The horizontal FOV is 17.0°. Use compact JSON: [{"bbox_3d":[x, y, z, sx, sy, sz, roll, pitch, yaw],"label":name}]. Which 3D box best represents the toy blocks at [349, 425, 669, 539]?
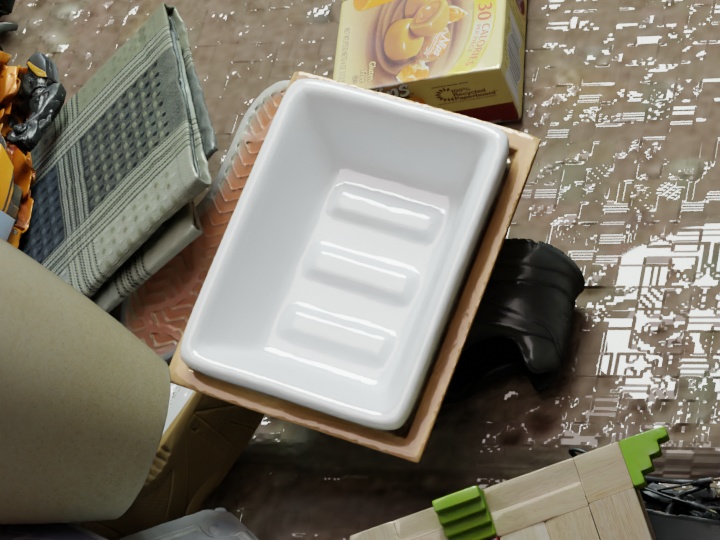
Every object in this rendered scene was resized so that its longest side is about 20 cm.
[{"bbox_3d":[0.088,0.181,1.251,0.199,0.100,0.138,-20,77,6],"label":"toy blocks"}]

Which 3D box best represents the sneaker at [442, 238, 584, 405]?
[{"bbox_3d":[0.031,0.034,1.413,0.198,0.076,0.091,-5,57,20],"label":"sneaker"}]

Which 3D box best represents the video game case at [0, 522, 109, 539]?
[{"bbox_3d":[-0.210,0.163,1.264,0.199,0.023,0.182,18,19,38],"label":"video game case"}]

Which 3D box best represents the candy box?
[{"bbox_3d":[0.049,-0.182,1.586,0.115,0.055,0.201,-7,50,16],"label":"candy box"}]

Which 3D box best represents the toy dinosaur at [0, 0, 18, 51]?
[{"bbox_3d":[-0.310,-0.185,1.671,0.200,0.135,0.103,-22,48,64],"label":"toy dinosaur"}]

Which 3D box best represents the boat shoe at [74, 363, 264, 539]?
[{"bbox_3d":[-0.133,0.129,1.407,0.069,0.071,0.200,17,63,51],"label":"boat shoe"}]

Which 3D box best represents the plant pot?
[{"bbox_3d":[-0.211,0.062,1.300,0.199,0.187,0.188,20,50,-18],"label":"plant pot"}]

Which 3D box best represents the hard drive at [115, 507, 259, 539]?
[{"bbox_3d":[-0.089,0.200,1.286,0.139,0.038,0.200,-16,27,-24],"label":"hard drive"}]

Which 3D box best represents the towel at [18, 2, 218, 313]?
[{"bbox_3d":[-0.163,-0.049,1.526,0.200,0.034,0.193,-44,35,24],"label":"towel"}]

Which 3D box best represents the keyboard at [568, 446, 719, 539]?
[{"bbox_3d":[0.165,0.158,1.294,0.199,0.040,0.105,8,80,25],"label":"keyboard"}]

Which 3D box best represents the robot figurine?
[{"bbox_3d":[-0.257,-0.058,1.574,0.145,0.058,0.201,-28,44,39],"label":"robot figurine"}]

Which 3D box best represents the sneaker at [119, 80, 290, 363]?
[{"bbox_3d":[-0.072,-0.022,1.506,0.071,0.080,0.201,36,91,21],"label":"sneaker"}]

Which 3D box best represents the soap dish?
[{"bbox_3d":[0.000,0.000,1.359,0.156,0.081,0.201,16,72,20],"label":"soap dish"}]
